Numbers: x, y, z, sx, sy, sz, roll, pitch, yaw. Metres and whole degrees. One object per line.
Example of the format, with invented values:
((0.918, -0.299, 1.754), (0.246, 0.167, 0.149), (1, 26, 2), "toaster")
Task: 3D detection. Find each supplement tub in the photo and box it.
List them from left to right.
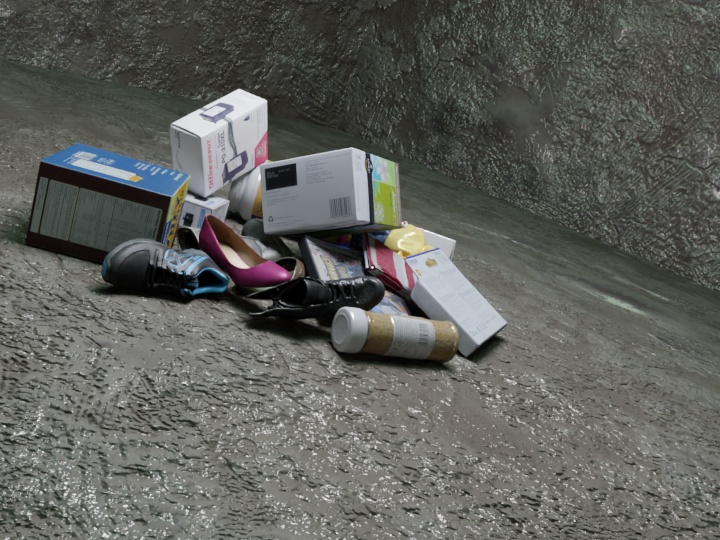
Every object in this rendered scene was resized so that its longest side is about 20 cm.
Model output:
((-0.184, -0.163, 1.666), (0.200, 0.145, 0.144), (16, 15, -4), "supplement tub")

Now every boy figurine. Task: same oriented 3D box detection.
((0.084, -0.050, 1.523), (0.200, 0.064, 0.124), (22, 51, 6), "boy figurine")

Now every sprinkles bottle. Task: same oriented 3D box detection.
((0.056, 0.101, 1.161), (0.200, 0.068, 0.068), (10, 17, -29), "sprinkles bottle")

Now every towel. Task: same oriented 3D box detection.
((0.087, 0.012, 1.402), (0.200, 0.023, 0.144), (35, 21, -20), "towel")

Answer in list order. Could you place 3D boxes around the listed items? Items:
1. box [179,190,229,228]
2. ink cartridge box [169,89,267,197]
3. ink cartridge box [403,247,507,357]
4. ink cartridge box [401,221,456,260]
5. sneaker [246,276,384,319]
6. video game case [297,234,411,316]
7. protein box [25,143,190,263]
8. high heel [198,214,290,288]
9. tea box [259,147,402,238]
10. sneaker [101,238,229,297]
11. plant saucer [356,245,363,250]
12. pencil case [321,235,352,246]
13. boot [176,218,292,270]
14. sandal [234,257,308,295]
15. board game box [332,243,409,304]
((-0.378, -0.136, 1.511), (0.200, 0.060, 0.117), (19, 15, 3), "box")
((-0.283, -0.260, 1.532), (0.084, 0.145, 0.200), (26, 44, 24), "ink cartridge box")
((0.165, 0.052, 1.365), (0.200, 0.041, 0.200), (50, 24, 12), "ink cartridge box")
((0.131, -0.048, 1.663), (0.145, 0.085, 0.200), (20, 1, 5), "ink cartridge box")
((-0.065, 0.041, 1.140), (0.199, 0.060, 0.104), (-10, -14, 5), "sneaker")
((-0.008, 0.023, 1.315), (0.180, 0.026, 0.200), (18, 28, -29), "video game case")
((-0.403, -0.105, 1.231), (0.200, 0.135, 0.199), (15, 15, -9), "protein box")
((-0.187, -0.030, 1.187), (0.200, 0.096, 0.067), (10, 20, 36), "high heel")
((-0.051, -0.137, 1.410), (0.200, 0.134, 0.197), (-5, -2, 28), "tea box")
((-0.284, 0.000, 1.118), (0.082, 0.073, 0.200), (29, 19, 37), "sneaker")
((-0.012, -0.118, 1.773), (0.200, 0.034, 0.201), (30, 37, -26), "plant saucer")
((-0.023, -0.097, 1.628), (0.088, 0.089, 0.200), (25, 22, 25), "pencil case")
((-0.243, -0.051, 1.376), (0.200, 0.073, 0.182), (0, 22, -36), "boot")
((-0.127, 0.008, 1.294), (0.080, 0.057, 0.201), (26, 18, 33), "sandal")
((0.000, 0.000, 1.494), (0.200, 0.045, 0.134), (15, 15, -11), "board game box")
